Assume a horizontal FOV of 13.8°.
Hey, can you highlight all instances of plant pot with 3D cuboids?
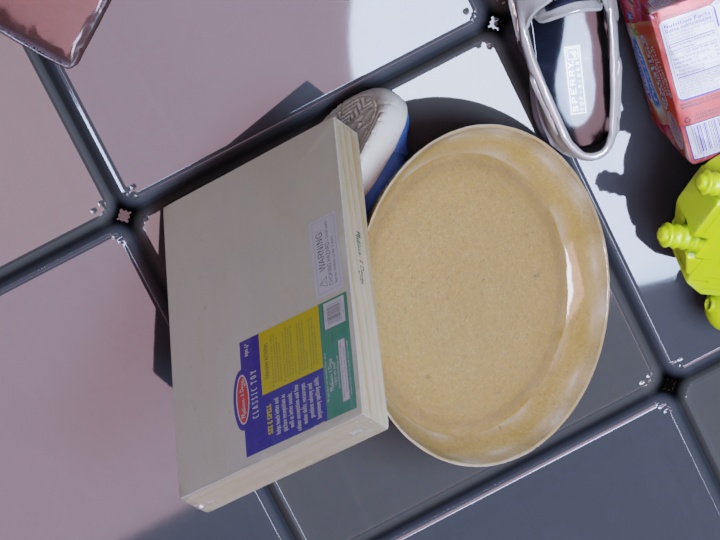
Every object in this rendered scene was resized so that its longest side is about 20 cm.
[{"bbox_3d":[0.067,0.014,1.743,0.199,0.027,0.201,-2,94,-38],"label":"plant pot"}]

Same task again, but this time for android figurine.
[{"bbox_3d":[0.266,-0.029,1.745,0.199,0.041,0.182,7,136,-32],"label":"android figurine"}]

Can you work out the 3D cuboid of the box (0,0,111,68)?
[{"bbox_3d":[-0.180,-0.243,1.629,0.164,0.166,0.201,28,97,-9],"label":"box"}]

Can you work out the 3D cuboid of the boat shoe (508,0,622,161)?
[{"bbox_3d":[0.121,-0.162,1.736,0.073,0.065,0.201,-17,102,-3],"label":"boat shoe"}]

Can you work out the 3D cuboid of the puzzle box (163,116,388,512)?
[{"bbox_3d":[-0.051,0.025,1.677,0.133,0.201,0.025,-25,142,29],"label":"puzzle box"}]

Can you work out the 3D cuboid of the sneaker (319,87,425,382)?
[{"bbox_3d":[-0.001,0.000,1.753,0.111,0.077,0.201,31,77,-32],"label":"sneaker"}]

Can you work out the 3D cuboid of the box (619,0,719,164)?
[{"bbox_3d":[0.261,-0.150,1.736,0.199,0.096,0.100,-20,111,-2],"label":"box"}]
